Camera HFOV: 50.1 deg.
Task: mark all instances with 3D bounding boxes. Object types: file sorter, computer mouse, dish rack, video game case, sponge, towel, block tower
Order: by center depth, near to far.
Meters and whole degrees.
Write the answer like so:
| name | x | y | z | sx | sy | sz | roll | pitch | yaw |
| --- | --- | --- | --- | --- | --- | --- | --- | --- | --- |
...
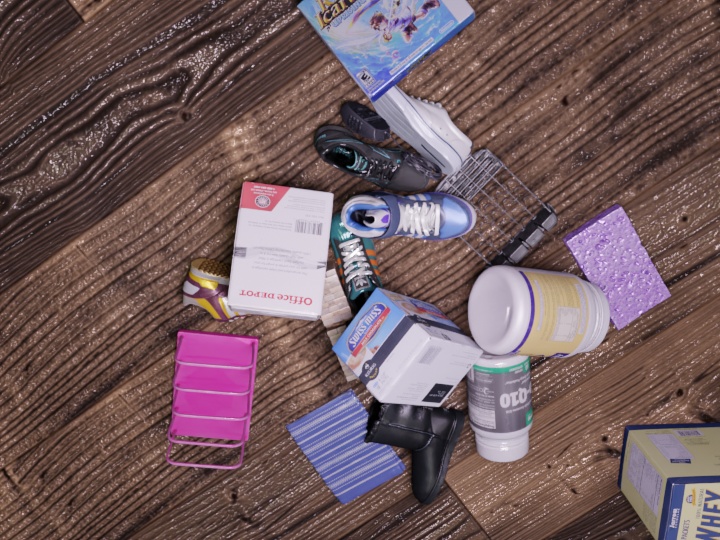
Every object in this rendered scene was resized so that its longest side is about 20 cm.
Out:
| name | x | y | z | sx | sy | sz | roll | pitch | yaw |
| --- | --- | --- | --- | --- | --- | --- | --- | --- | --- |
| video game case | 0.038 | -0.387 | 1.155 | 0.200 | 0.045 | 0.181 | -39 | 86 | 8 |
| computer mouse | 0.044 | -0.198 | 1.206 | 0.200 | 0.059 | 0.034 | 41 | 122 | 17 |
| dish rack | 0.218 | -0.099 | 1.287 | 0.200 | 0.055 | 0.153 | 41 | 99 | -13 |
| file sorter | -0.255 | 0.222 | 1.314 | 0.139 | 0.125 | 0.200 | 6 | 107 | -7 |
| block tower | -0.034 | 0.087 | 1.325 | 0.054 | 0.058 | 0.200 | -20 | 106 | 2 |
| sponge | 0.449 | -0.004 | 1.346 | 0.111 | 0.030 | 0.200 | -33 | 107 | 6 |
| towel | -0.024 | 0.327 | 1.423 | 0.145 | 0.024 | 0.200 | -31 | 105 | 7 |

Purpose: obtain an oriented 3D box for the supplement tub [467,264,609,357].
| name | x | y | z | sx | sy | sz | roll | pitch | yaw |
| --- | --- | --- | --- | --- | --- | --- | --- | --- | --- |
| supplement tub | 0.295 | 0.070 | 1.277 | 0.200 | 0.145 | 0.146 | 6 | 108 | -28 |

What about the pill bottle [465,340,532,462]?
| name | x | y | z | sx | sy | sz | roll | pitch | yaw |
| --- | --- | --- | --- | --- | --- | --- | --- | --- | --- |
| pill bottle | 0.245 | 0.226 | 1.361 | 0.113 | 0.113 | 0.200 | -8 | 109 | -2 |

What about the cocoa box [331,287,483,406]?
| name | x | y | z | sx | sy | sz | roll | pitch | yaw |
| --- | --- | --- | --- | --- | --- | --- | --- | --- | --- |
| cocoa box | 0.079 | 0.129 | 1.259 | 0.133 | 0.131 | 0.200 | -53 | 147 | 12 |

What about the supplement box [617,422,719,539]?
| name | x | y | z | sx | sy | sz | roll | pitch | yaw |
| --- | --- | --- | --- | --- | --- | --- | --- | --- | --- |
| supplement box | 0.604 | 0.384 | 1.392 | 0.200 | 0.200 | 0.134 | -1 | 108 | -4 |

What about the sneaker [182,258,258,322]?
| name | x | y | z | sx | sy | sz | roll | pitch | yaw |
| --- | --- | --- | --- | --- | --- | --- | --- | --- | --- |
| sneaker | -0.199 | 0.050 | 1.297 | 0.200 | 0.075 | 0.090 | 21 | 113 | -4 |

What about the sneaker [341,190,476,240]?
| name | x | y | z | sx | sy | sz | roll | pitch | yaw |
| --- | --- | --- | --- | --- | --- | --- | --- | --- | --- |
| sneaker | 0.069 | -0.078 | 1.201 | 0.200 | 0.146 | 0.081 | 10 | 108 | 18 |

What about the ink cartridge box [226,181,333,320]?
| name | x | y | z | sx | sy | sz | roll | pitch | yaw |
| --- | --- | --- | --- | --- | --- | --- | --- | --- | --- |
| ink cartridge box | -0.127 | -0.027 | 1.225 | 0.147 | 0.083 | 0.200 | 7 | 79 | -6 |

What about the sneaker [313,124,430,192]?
| name | x | y | z | sx | sy | sz | roll | pitch | yaw |
| --- | --- | --- | --- | --- | --- | --- | --- | --- | --- |
| sneaker | 0.018 | -0.166 | 1.232 | 0.200 | 0.079 | 0.075 | 18 | 116 | -10 |

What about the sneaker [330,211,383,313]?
| name | x | y | z | sx | sy | sz | roll | pitch | yaw |
| --- | --- | --- | --- | --- | --- | --- | --- | --- | --- |
| sneaker | 0.000 | 0.000 | 1.285 | 0.071 | 0.080 | 0.200 | -19 | 108 | 3 |

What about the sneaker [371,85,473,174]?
| name | x | y | z | sx | sy | sz | roll | pitch | yaw |
| --- | --- | --- | --- | --- | --- | --- | --- | --- | --- |
| sneaker | 0.095 | -0.242 | 1.231 | 0.200 | 0.073 | 0.071 | 45 | 68 | -10 |

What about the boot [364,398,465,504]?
| name | x | y | z | sx | sy | sz | roll | pitch | yaw |
| --- | --- | --- | --- | --- | --- | --- | --- | --- | --- |
| boot | 0.084 | 0.312 | 1.390 | 0.162 | 0.073 | 0.199 | 18 | 96 | -16 |
